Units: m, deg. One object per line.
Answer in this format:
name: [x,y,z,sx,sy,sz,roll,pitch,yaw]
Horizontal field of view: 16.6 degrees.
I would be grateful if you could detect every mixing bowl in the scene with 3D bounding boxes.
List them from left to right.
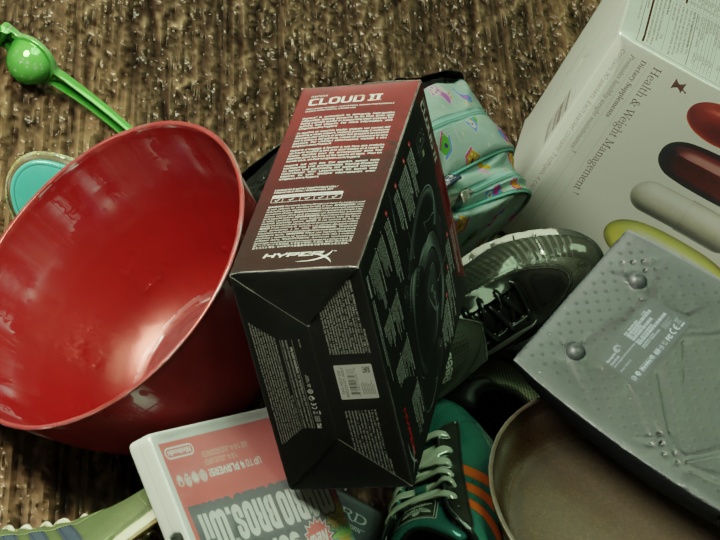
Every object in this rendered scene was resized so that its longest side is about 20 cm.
mixing bowl: [-0.116,0.028,1.389,0.108,0.200,0.201,45,25,-39]

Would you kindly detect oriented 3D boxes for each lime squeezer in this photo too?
lime squeezer: [-0.227,-0.128,1.578,0.199,0.038,0.071,12,42,-26]

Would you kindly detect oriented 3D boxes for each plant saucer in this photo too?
plant saucer: [0.163,0.150,1.430,0.199,0.032,0.201,14,38,-11]

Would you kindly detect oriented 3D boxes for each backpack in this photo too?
backpack: [0.014,-0.048,1.581,0.200,0.167,0.127,-25,83,-51]

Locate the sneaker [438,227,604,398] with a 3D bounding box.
sneaker: [0.057,0.036,1.487,0.199,0.067,0.091,-20,22,3]

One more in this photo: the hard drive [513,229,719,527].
hard drive: [0.202,0.075,1.447,0.200,0.042,0.135,34,61,18]

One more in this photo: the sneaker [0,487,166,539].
sneaker: [-0.176,0.153,1.271,0.090,0.067,0.200,34,46,17]

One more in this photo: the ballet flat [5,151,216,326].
ballet flat: [-0.127,-0.004,1.498,0.200,0.071,0.071,34,38,2]

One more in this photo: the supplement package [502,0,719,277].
supplement package: [0.231,-0.087,1.724,0.199,0.192,0.147,27,39,-5]

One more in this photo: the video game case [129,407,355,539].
video game case: [-0.040,0.172,1.316,0.143,0.017,0.201,-9,74,-57]

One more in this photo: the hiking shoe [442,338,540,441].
hiking shoe: [0.130,0.095,1.567,0.199,0.076,0.101,13,52,-12]

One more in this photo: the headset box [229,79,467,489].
headset box: [0.000,0.000,1.367,0.077,0.149,0.200,-3,36,15]

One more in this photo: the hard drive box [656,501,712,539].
hard drive box: [0.231,0.253,1.448,0.199,0.077,0.156,32,39,0]

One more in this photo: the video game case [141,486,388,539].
video game case: [-0.068,0.175,1.374,0.142,0.019,0.200,28,37,-5]

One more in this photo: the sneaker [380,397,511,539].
sneaker: [0.048,0.144,1.423,0.080,0.071,0.201,46,22,-45]
